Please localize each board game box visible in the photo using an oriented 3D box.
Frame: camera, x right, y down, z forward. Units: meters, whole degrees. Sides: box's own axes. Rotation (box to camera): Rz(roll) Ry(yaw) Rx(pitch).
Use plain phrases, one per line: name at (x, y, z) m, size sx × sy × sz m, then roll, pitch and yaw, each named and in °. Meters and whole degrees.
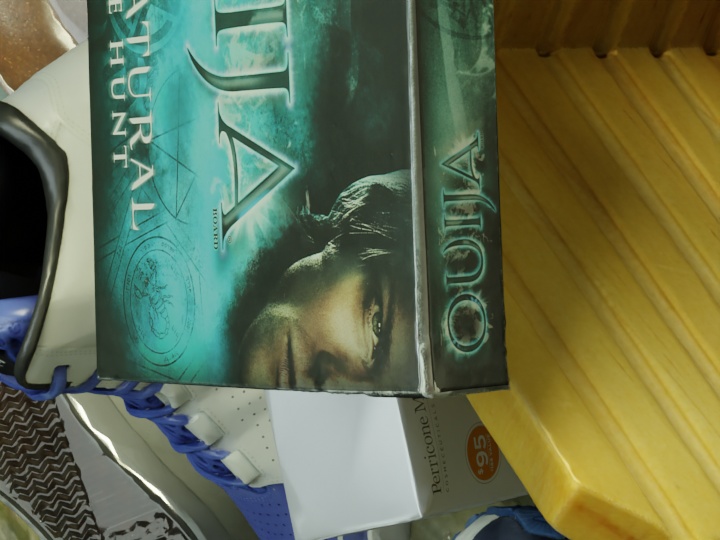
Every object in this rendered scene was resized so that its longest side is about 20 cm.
board game box at (-0.020, -0.072, 0.645) m, size 0.135 × 0.028 × 0.201 m, roll -1°, pitch 92°, yaw 53°

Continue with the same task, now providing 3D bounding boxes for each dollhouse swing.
dollhouse swing at (0.098, -0.051, 0.680) m, size 0.176 × 0.200 × 0.182 m, roll 44°, pitch 125°, yaw 42°

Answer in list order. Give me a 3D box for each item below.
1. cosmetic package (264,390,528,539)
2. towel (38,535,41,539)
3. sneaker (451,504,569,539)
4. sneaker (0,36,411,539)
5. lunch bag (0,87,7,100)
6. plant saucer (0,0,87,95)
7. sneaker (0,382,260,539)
cosmetic package at (0.004, -0.030, 0.766) m, size 0.051 × 0.082 × 0.201 m, roll -16°, pitch 84°, yaw 40°
towel at (-0.082, 0.088, 1.041) m, size 0.144 × 0.023 × 0.200 m, roll -41°, pitch 75°, yaw 46°
sneaker at (0.050, 0.162, 0.821) m, size 0.085 × 0.077 × 0.201 m, roll -69°, pitch -16°, yaw -55°
sneaker at (-0.068, 0.017, 0.816) m, size 0.080 × 0.115 × 0.200 m, roll 19°, pitch 135°, yaw 53°
lunch bag at (-0.151, -0.088, 1.066) m, size 0.200 × 0.077 × 0.161 m, roll -131°, pitch 45°, yaw -76°
plant saucer at (-0.059, -0.131, 0.894) m, size 0.200 × 0.034 × 0.201 m, roll 8°, pitch 104°, yaw 34°
sneaker at (-0.098, 0.050, 0.967) m, size 0.073 × 0.085 × 0.200 m, roll -47°, pitch 70°, yaw 24°
